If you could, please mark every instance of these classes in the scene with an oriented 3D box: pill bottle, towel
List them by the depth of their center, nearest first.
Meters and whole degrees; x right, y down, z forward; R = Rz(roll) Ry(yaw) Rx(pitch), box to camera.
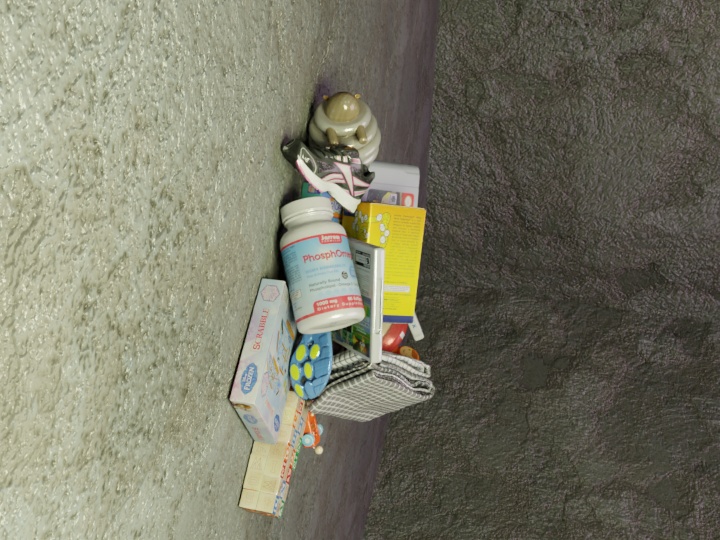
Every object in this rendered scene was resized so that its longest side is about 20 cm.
[{"bbox_3d":[-0.066,-0.008,1.258,0.109,0.108,0.200,51,25,-78],"label":"pill bottle"},{"bbox_3d":[0.013,0.206,1.422,0.200,0.165,0.086,23,52,-46],"label":"towel"}]

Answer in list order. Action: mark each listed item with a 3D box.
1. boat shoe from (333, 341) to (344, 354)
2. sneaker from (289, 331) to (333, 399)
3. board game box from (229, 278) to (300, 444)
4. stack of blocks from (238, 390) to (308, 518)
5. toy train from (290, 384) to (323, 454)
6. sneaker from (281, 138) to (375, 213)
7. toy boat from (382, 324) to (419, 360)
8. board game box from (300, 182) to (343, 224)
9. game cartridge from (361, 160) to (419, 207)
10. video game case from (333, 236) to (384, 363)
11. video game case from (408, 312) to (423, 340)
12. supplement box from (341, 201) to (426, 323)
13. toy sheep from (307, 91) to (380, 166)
[{"bbox_3d":[-0.064,0.140,1.494,0.075,0.075,0.203,-86,158,-48],"label":"boat shoe"},{"bbox_3d":[-0.072,0.115,1.334,0.083,0.071,0.200,51,41,-71],"label":"sneaker"},{"bbox_3d":[-0.143,0.147,1.261,0.200,0.041,0.200,82,17,-60],"label":"board game box"},{"bbox_3d":[-0.144,0.312,1.361,0.115,0.058,0.200,78,22,-66],"label":"stack of blocks"},{"bbox_3d":[-0.098,0.256,1.530,0.200,0.055,0.151,-42,119,-74],"label":"toy train"},{"bbox_3d":[-0.046,-0.170,1.276,0.086,0.080,0.200,-49,151,7],"label":"sneaker"},{"bbox_3d":[0.054,0.150,1.547,0.131,0.131,0.200,-58,175,-24],"label":"toy boat"},{"bbox_3d":[-0.058,-0.047,1.444,0.152,0.045,0.201,11,88,-56],"label":"board game box"},{"bbox_3d":[0.042,-0.099,1.473,0.041,0.133,0.201,11,-82,59],"label":"game cartridge"},{"bbox_3d":[-0.016,0.039,1.321,0.200,0.022,0.183,21,-68,61],"label":"video game case"},{"bbox_3d":[0.076,0.024,1.648,0.200,0.022,0.183,-103,170,-68],"label":"video game case"},{"bbox_3d":[0.030,-0.016,1.388,0.109,0.109,0.201,15,-80,63],"label":"supplement box"},{"bbox_3d":[-0.027,-0.222,1.378,0.200,0.138,0.138,93,10,-50],"label":"toy sheep"}]
